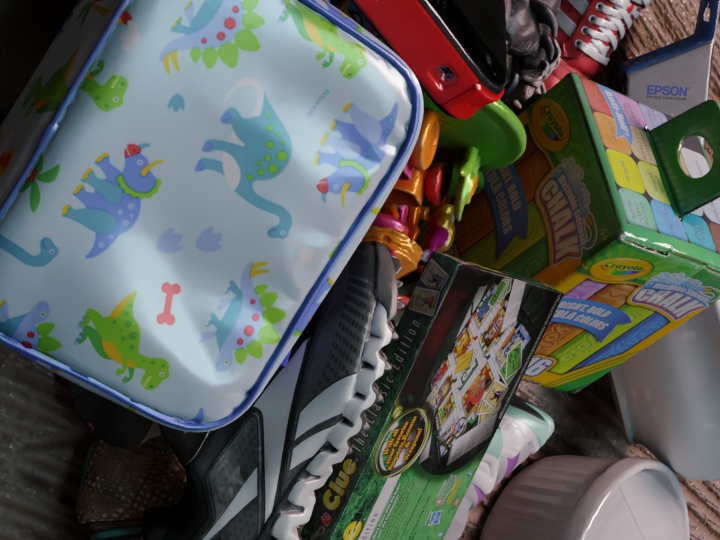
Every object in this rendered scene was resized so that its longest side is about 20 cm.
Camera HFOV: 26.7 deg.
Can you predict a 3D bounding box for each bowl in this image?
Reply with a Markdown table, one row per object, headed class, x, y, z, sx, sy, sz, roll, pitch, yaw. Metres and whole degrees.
| class | x | y | z | sx | sy | sz | roll | pitch | yaw |
| --- | --- | --- | --- | --- | --- | --- | --- | --- | --- |
| bowl | 0.241 | 0.080 | 1.192 | 0.201 | 0.090 | 0.202 | -13 | 90 | -84 |

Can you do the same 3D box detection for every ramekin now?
| class | x | y | z | sx | sy | sz | roll | pitch | yaw |
| --- | --- | --- | --- | --- | --- | --- | --- | --- | --- |
| ramekin | 0.165 | 0.233 | 1.160 | 0.202 | 0.094 | 0.203 | -16 | 111 | -49 |

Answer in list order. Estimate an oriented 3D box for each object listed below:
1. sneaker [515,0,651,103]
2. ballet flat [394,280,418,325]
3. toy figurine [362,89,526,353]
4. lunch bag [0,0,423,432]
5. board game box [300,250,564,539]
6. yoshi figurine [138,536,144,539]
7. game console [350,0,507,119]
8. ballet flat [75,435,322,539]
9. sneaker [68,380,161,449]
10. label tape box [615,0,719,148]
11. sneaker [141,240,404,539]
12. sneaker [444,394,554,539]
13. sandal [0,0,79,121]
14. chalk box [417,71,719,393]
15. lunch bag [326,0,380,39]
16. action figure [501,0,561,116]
| class | x | y | z | sx | sy | sz | roll | pitch | yaw |
| --- | --- | --- | --- | --- | --- | --- | --- | --- | --- |
| sneaker | 0.182 | -0.186 | 1.063 | 0.071 | 0.112 | 0.201 | 16 | 86 | -52 |
| ballet flat | 0.072 | 0.039 | 1.018 | 0.200 | 0.062 | 0.068 | -10 | 109 | -50 |
| toy figurine | 0.000 | 0.000 | 0.852 | 0.200 | 0.150 | 0.185 | 60 | 45 | -70 |
| lunch bag | -0.076 | -0.038 | 0.672 | 0.160 | 0.082 | 0.200 | 29 | 96 | -27 |
| board game box | 0.032 | 0.090 | 0.808 | 0.105 | 0.023 | 0.201 | 14 | 104 | -53 |
| yoshi figurine | -0.092 | 0.206 | 0.806 | 0.199 | 0.112 | 0.113 | -6 | 64 | -42 |
| game console | 0.015 | -0.189 | 0.744 | 0.200 | 0.031 | 0.177 | 46 | 34 | -41 |
| ballet flat | -0.057 | 0.108 | 0.829 | 0.199 | 0.070 | 0.066 | 2 | 77 | -32 |
| sneaker | -0.098 | -0.013 | 0.785 | 0.086 | 0.080 | 0.201 | -5 | 108 | -57 |
| label tape box | 0.220 | -0.114 | 1.123 | 0.144 | 0.063 | 0.201 | -54 | 148 | -78 |
| sneaker | -0.048 | 0.071 | 0.741 | 0.090 | 0.066 | 0.201 | 22 | 101 | -14 |
| sneaker | 0.055 | 0.146 | 1.027 | 0.140 | 0.078 | 0.200 | -63 | 156 | 10 |
| sandal | -0.140 | -0.121 | 0.695 | 0.200 | 0.055 | 0.082 | -30 | 89 | -39 |
| chalk box | 0.147 | -0.030 | 0.944 | 0.124 | 0.200 | 0.125 | 15 | 48 | -37 |
| lunch bag | -0.037 | -0.208 | 0.770 | 0.177 | 0.082 | 0.200 | 60 | 33 | -24 |
| action figure | 0.083 | -0.145 | 0.961 | 0.119 | 0.102 | 0.200 | -56 | 152 | -24 |
